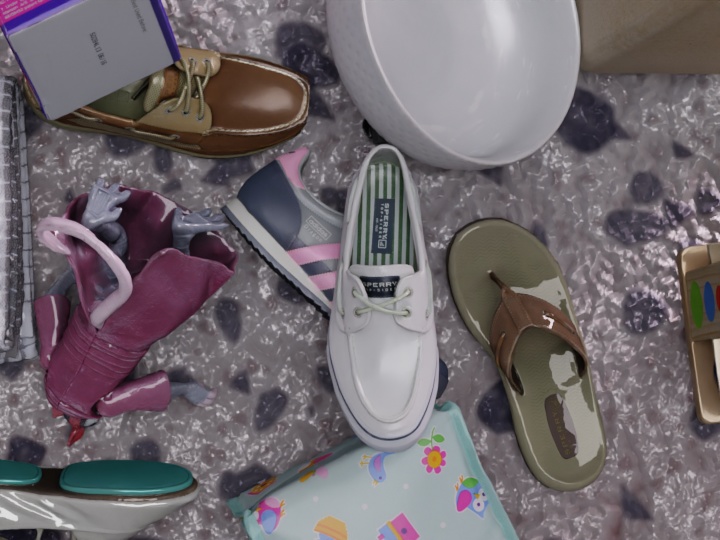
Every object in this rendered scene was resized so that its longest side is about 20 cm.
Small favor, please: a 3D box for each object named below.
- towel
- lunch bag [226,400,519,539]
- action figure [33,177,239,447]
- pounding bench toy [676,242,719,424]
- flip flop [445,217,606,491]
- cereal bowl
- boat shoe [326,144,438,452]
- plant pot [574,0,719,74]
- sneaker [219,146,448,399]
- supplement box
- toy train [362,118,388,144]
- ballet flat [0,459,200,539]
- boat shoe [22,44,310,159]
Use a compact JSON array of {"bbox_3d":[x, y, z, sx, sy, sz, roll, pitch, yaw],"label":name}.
[{"bbox_3d":[-0.305,-0.030,1.312,0.164,0.086,0.202,-3,87,-5],"label":"towel"},{"bbox_3d":[0.026,0.211,1.309,0.169,0.122,0.201,-25,93,-11],"label":"lunch bag"},{"bbox_3d":[-0.161,0.045,1.289,0.133,0.149,0.201,31,116,6],"label":"action figure"},{"bbox_3d":[0.290,-0.002,1.329,0.123,0.156,0.202,-7,87,-5],"label":"pounding bench toy"},{"bbox_3d":[0.121,0.057,1.359,0.080,0.058,0.202,-18,88,-6],"label":"flip flop"},{"bbox_3d":[0.053,-0.164,1.328,0.199,0.083,0.202,7,79,-37],"label":"cereal bowl"},{"bbox_3d":[0.010,0.015,1.272,0.073,0.067,0.202,-6,68,0],"label":"boat shoe"},{"bbox_3d":[0.267,-0.245,1.316,0.198,0.177,0.202,-1,87,-16],"label":"plant pot"},{"bbox_3d":[0.000,0.000,1.346,0.200,0.070,0.082,43,85,-3],"label":"sneaker"},{"bbox_3d":[-0.209,-0.217,1.287,0.103,0.101,0.201,-25,61,-5],"label":"supplement box"},{"bbox_3d":[0.016,-0.190,1.377,0.045,0.034,0.202,-6,88,-16],"label":"toy train"},{"bbox_3d":[-0.208,0.162,1.326,0.198,0.069,0.070,2,86,-1],"label":"ballet flat"},{"bbox_3d":[-0.134,-0.120,1.339,0.198,0.074,0.076,3,86,-5],"label":"boat shoe"}]
